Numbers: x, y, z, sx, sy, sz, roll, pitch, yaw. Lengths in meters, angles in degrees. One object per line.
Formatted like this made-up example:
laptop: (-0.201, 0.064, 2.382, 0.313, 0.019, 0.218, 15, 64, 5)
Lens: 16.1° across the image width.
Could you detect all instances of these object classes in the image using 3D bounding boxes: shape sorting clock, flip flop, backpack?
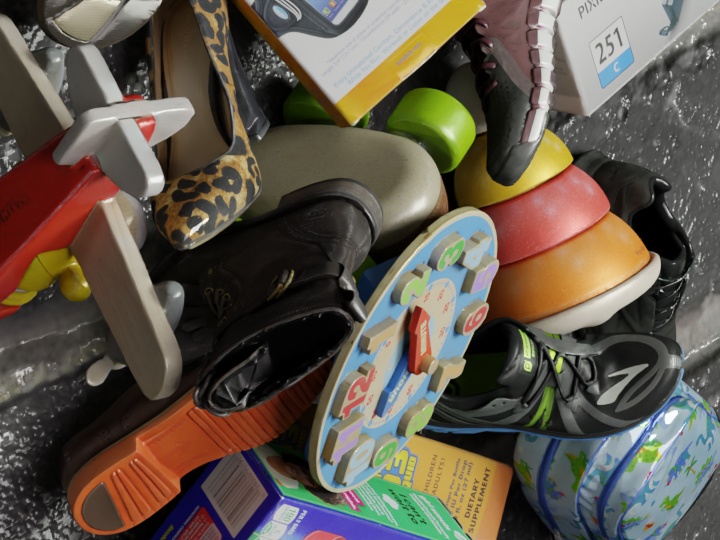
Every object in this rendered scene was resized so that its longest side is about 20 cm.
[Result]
shape sorting clock: (0.030, 0.052, 1.598, 0.200, 0.039, 0.200, -43, 152, -30)
flip flop: (-0.152, -0.222, 1.541, 0.081, 0.058, 0.200, 27, 65, -38)
backpack: (0.187, 0.129, 1.845, 0.163, 0.154, 0.200, -48, 138, -6)

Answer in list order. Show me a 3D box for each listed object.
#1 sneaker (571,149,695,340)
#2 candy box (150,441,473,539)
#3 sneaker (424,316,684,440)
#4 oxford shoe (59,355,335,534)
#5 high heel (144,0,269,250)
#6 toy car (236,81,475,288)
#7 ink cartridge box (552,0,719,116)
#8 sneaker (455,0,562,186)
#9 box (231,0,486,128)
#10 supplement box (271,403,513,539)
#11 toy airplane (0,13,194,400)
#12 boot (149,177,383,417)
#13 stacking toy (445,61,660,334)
sneaker: (0.209, 0.008, 1.907, 0.076, 0.091, 0.200, -40, 125, -33)
candy box: (-0.045, 0.209, 1.670, 0.200, 0.077, 0.169, 20, 113, -44)
sneaker: (0.120, 0.073, 1.723, 0.083, 0.199, 0.071, 86, 2, -68)
oxford shoe: (-0.104, 0.080, 1.584, 0.200, 0.073, 0.071, -32, 132, -1)
high heel: (-0.112, -0.105, 1.540, 0.200, 0.071, 0.143, -75, 144, -59)
toy car: (0.000, 0.000, 1.676, 0.164, 0.158, 0.200, -57, 143, -32)
ink cartridge box: (0.188, -0.240, 1.865, 0.200, 0.045, 0.176, -42, 126, -30)
sneaker: (0.073, -0.155, 1.731, 0.115, 0.076, 0.200, 15, 60, -11)
box: (-0.030, -0.203, 1.604, 0.119, 0.041, 0.200, -42, 96, -9)
supplement box: (0.014, 0.141, 1.765, 0.200, 0.069, 0.067, 19, 84, -41)
toy airplane: (-0.165, -0.039, 1.469, 0.141, 0.199, 0.200, 9, 93, -58)
boot: (-0.071, 0.030, 1.468, 0.069, 0.200, 0.174, 49, 25, -17)
stacking toy: (0.114, -0.055, 1.801, 0.146, 0.146, 0.200, -28, 99, -36)
